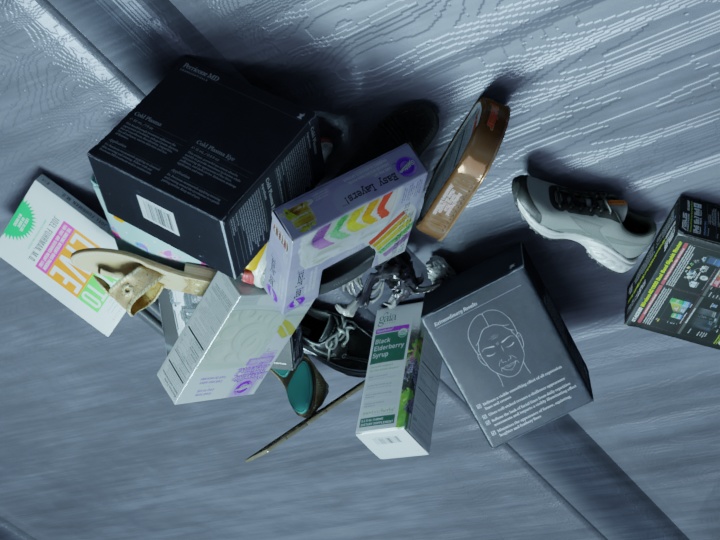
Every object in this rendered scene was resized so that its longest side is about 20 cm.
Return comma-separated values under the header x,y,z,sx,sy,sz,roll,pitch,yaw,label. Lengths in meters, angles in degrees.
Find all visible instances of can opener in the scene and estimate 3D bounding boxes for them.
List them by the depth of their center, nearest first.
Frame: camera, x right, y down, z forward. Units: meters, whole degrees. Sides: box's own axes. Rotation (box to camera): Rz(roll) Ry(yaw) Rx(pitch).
x,y,z,sx,sy,sz,roll,pitch,yaw,label
-0.338,0.043,1.872,0.053,0.067,0.200,-23,123,40,can opener

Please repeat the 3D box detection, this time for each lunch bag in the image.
x,y,z,sx,sy,sz,roll,pitch,yaw,label
-0.218,-0.080,1.632,0.197,0.123,0.172,10,143,16,lunch bag

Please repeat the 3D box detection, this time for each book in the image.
x,y,z,sx,sy,sz,roll,pitch,yaw,label
-0.389,-0.022,1.769,0.199,0.048,0.134,36,117,-6,book

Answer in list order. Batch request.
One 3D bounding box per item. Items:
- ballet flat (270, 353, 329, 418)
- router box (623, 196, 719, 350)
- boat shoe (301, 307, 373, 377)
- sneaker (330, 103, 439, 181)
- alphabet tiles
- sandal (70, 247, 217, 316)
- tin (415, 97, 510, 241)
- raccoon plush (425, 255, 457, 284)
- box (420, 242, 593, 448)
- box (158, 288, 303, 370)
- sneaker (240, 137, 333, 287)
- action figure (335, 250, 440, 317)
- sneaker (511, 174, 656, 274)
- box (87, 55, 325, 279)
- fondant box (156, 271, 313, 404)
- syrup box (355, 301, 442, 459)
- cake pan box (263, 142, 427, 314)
x,y,z,sx,sy,sz,roll,pitch,yaw,label
-0.080,0.157,1.864,0.065,0.200,0.071,25,104,-29,ballet flat
0.425,0.009,1.579,0.147,0.063,0.201,14,143,-1,router box
-0.039,0.091,1.831,0.197,0.074,0.068,25,158,1,boat shoe
0.028,-0.120,1.545,0.199,0.060,0.104,-42,162,17,sneaker
-0.066,0.207,1.809,0.008,0.199,0.167,57,161,3,alphabet tiles
-0.277,0.025,1.644,0.208,0.071,0.078,8,156,2,sandal
0.115,-0.115,1.481,0.041,0.113,0.201,20,142,-9,tin
0.183,0.057,1.704,0.132,0.098,0.201,-16,134,23,raccoon plush
0.186,0.095,1.635,0.147,0.107,0.202,-26,103,13,box
-0.182,0.051,1.789,0.197,0.050,0.160,3,114,18,box
-0.077,-0.068,1.576,0.081,0.078,0.202,22,102,-8,sneaker
0.000,0.000,1.654,0.198,0.119,0.103,29,103,1,action figure
0.265,-0.071,1.533,0.198,0.075,0.079,23,134,-21,sneaker
-0.171,-0.120,1.463,0.198,0.183,0.105,26,150,24,box
-0.159,0.081,1.679,0.143,0.058,0.201,-3,137,-47,fondant box
0.058,0.149,1.765,0.078,0.202,0.082,-10,142,29,syrup box
-0.021,-0.044,1.483,0.182,0.053,0.201,-25,159,-20,cake pan box
